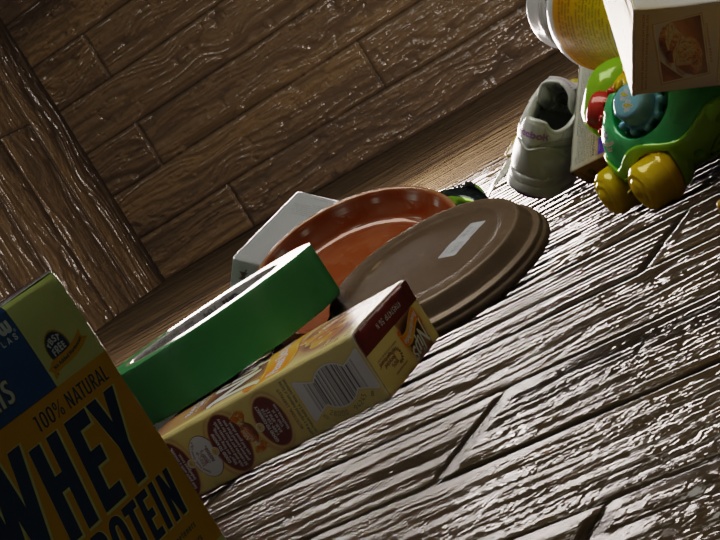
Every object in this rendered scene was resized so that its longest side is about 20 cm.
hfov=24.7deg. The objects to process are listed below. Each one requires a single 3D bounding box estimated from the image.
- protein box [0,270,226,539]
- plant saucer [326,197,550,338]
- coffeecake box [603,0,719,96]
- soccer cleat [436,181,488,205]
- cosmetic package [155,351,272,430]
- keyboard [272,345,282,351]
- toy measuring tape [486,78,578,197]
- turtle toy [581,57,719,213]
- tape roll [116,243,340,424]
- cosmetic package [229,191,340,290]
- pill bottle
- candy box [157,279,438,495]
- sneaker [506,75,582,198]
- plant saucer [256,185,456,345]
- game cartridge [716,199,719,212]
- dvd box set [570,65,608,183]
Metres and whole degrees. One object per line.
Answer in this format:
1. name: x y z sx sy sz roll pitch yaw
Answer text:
1. protein box: -0.190 0.144 0.762 0.200 0.199 0.135 -28 7 31
2. plant saucer: 0.055 0.001 1.290 0.200 0.030 0.200 -28 18 10
3. coffeecake box: 0.276 -0.205 1.152 0.199 0.073 0.154 -6 41 2
4. soccer cleat: 0.093 -0.055 1.536 0.081 0.068 0.200 -42 6 -16
5. cosmetic package: -0.179 0.125 1.543 0.200 0.051 0.083 -30 4 19
6. keyboard: -0.080 0.066 1.669 0.200 0.040 0.104 -33 30 -25
7. toy measuring tape: 0.181 -0.107 1.647 0.200 0.073 0.074 -58 15 -17
8. turtle toy: 0.227 -0.119 1.232 0.145 0.101 0.200 -33 6 -10
9. tape roll: -0.110 0.053 1.292 0.200 0.048 0.200 -33 5 3
10. cosmetic package: -0.050 -0.005 1.597 0.101 0.074 0.200 14 25 13
11. pill bottle: 0.227 -0.221 1.383 0.113 0.113 0.200 -34 24 -16
12. candy box: -0.051 0.088 1.179 0.200 0.055 0.115 -29 7 26
13. sneaker: 0.206 -0.148 1.551 0.075 0.100 0.200 19 41 23
14. plant saucer: 0.000 0.000 1.429 0.200 0.032 0.201 -19 34 13
15. game cartridge: 0.319 -0.096 0.928 0.176 0.033 0.200 -37 9 -39
16. dvd box set: 0.267 -0.174 1.430 0.200 0.029 0.147 -26 47 46
